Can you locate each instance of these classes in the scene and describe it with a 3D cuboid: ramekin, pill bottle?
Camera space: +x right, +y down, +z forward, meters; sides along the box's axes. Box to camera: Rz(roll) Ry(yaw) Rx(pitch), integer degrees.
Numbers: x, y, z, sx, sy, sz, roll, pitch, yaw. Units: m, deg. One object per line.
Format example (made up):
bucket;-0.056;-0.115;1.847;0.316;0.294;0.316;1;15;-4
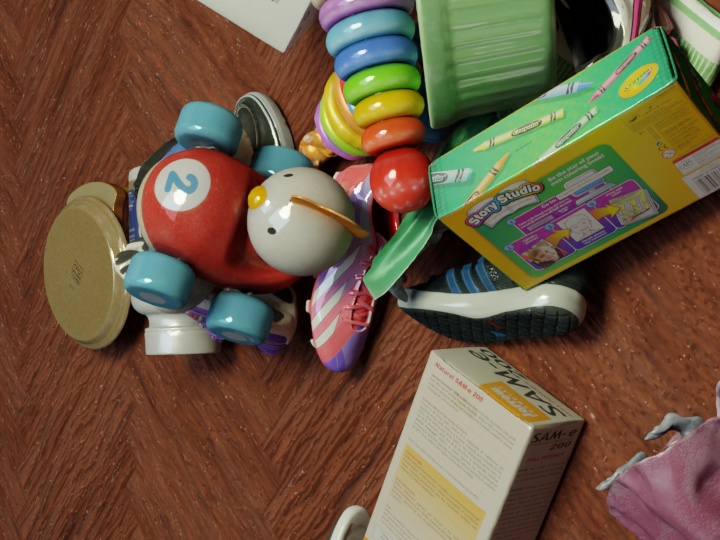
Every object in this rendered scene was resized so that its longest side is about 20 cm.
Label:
ramekin;0.090;-0.214;0.935;0.097;0.200;0.202;-7;83;4
pill bottle;-0.193;-0.011;1.323;0.111;0.111;0.202;-5;86;47

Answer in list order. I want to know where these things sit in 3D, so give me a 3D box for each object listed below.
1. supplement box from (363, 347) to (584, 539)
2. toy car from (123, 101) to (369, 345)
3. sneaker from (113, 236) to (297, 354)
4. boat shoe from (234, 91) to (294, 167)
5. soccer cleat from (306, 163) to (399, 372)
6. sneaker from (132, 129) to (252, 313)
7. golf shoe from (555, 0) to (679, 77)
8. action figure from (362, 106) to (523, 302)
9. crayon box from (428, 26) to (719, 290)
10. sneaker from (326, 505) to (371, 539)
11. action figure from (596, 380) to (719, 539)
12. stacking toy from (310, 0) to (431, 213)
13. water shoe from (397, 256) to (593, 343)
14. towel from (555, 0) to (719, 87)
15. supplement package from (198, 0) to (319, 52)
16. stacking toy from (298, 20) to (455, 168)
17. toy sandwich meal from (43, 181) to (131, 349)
supplement box;0.091;0.182;1.036;0.126;0.073;0.201;37;116;42
toy car;-0.082;-0.049;1.080;0.199;0.176;0.185;-8;60;50
sneaker;-0.160;0.032;1.231;0.199;0.081;0.084;25;137;12
boat shoe;-0.111;-0.089;1.263;0.072;0.071;0.201;-19;76;46
soccer cleat;0.000;0.000;1.150;0.076;0.066;0.201;12;96;42
sneaker;-0.180;-0.049;1.204;0.111;0.077;0.201;-6;64;45
golf shoe;0.178;-0.224;0.901;0.072;0.092;0.201;-23;70;42
action figure;0.078;-0.068;1.027;0.200;0.054;0.118;-55;14;20
crayon box;0.163;-0.074;0.888;0.199;0.119;0.059;-29;45;27
sneaker;-0.049;0.304;1.189;0.099;0.070;0.201;27;113;39
action figure;0.263;0.201;0.857;0.149;0.134;0.200;-37;69;-7
stacking toy;0.019;-0.145;0.988;0.085;0.085;0.201;-20;80;45
water shoe;0.116;0.014;1.032;0.199;0.071;0.079;-2;61;49
towel;0.194;-0.142;0.967;0.153;0.023;0.201;51;125;34
supplement package;-0.064;-0.299;1.104;0.116;0.200;0.118;30;119;-2
stacking toy;-0.003;-0.143;1.138;0.200;0.109;0.117;-34;50;54
toy sandwich meal;-0.317;-0.005;1.496;0.204;0.070;0.207;6;98;45
